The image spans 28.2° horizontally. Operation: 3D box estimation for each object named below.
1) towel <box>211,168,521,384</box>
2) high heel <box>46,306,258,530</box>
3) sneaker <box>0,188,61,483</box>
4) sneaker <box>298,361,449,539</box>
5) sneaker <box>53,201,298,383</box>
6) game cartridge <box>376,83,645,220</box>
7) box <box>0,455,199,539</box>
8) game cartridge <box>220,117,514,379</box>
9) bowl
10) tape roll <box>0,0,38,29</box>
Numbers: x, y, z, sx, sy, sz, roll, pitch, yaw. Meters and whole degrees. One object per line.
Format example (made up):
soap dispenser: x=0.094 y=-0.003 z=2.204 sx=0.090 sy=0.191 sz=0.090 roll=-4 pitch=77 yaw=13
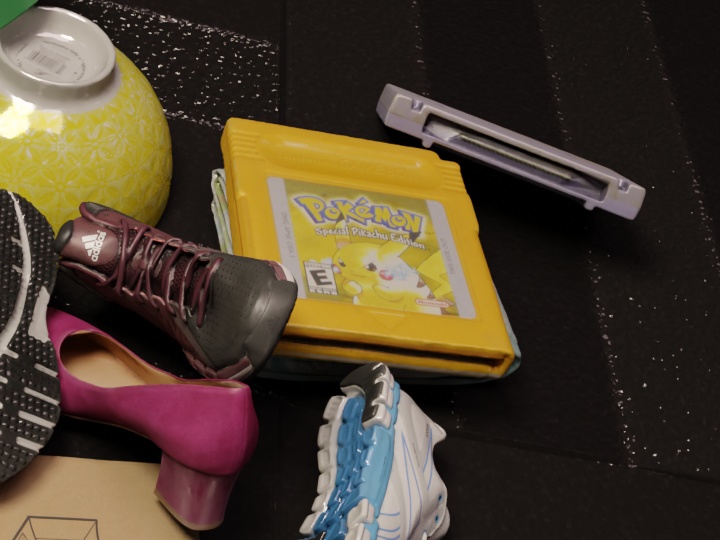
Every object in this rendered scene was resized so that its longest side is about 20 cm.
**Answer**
towel: x=0.000 y=0.000 z=0.990 sx=0.200 sy=0.048 sz=0.171 roll=4 pitch=48 yaw=-23
high heel: x=-0.129 y=0.053 z=0.823 sx=0.200 sy=0.096 sz=0.067 roll=36 pitch=33 yaw=29
sneaker: x=-0.221 y=0.048 z=0.823 sx=0.074 sy=0.080 sz=0.200 roll=40 pitch=31 yaw=-36
sneaker: x=0.014 y=0.151 z=0.836 sx=0.087 sy=0.075 sz=0.200 roll=37 pitch=47 yaw=-22
sneaker: x=-0.120 y=0.008 z=0.832 sx=0.115 sy=0.200 sz=0.076 roll=27 pitch=82 yaw=-23
game cartridge: x=0.110 y=-0.091 z=1.099 sx=0.200 sy=0.038 sz=0.130 roll=20 pitch=5 yaw=-6
box: x=-0.158 y=0.184 z=0.753 sx=0.163 sy=0.021 sz=0.200 roll=7 pitch=45 yaw=-21
game cartridge: x=0.001 y=-0.019 z=0.954 sx=0.176 sy=0.032 sz=0.200 roll=7 pitch=44 yaw=-19
bowl: x=-0.213 y=-0.110 z=0.953 sx=0.200 sy=0.108 sz=0.200 roll=13 pitch=44 yaw=-13
tape roll: x=-0.292 y=-0.195 z=0.957 sx=0.200 sy=0.048 sz=0.201 roll=-17 pitch=35 yaw=12
